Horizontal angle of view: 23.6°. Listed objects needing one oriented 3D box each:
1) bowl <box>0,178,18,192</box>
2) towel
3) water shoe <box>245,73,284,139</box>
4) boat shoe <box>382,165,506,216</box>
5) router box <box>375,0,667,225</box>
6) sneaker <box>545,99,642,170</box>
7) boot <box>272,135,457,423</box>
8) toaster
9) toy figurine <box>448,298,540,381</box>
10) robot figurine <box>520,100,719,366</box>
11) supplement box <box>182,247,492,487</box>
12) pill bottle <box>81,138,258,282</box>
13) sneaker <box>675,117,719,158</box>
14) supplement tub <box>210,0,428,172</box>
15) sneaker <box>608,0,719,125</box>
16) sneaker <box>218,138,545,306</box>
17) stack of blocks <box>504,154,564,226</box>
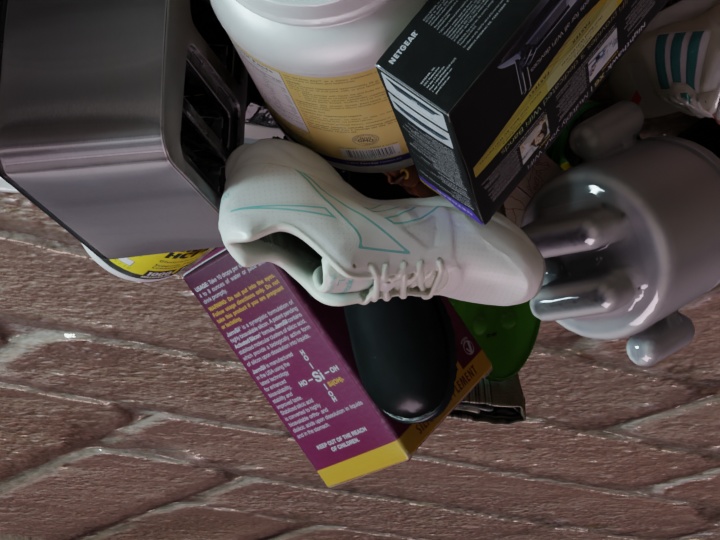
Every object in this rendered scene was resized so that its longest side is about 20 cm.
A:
[{"bbox_3d":[-0.244,-0.113,1.193,0.199,0.095,0.201,3,160,1],"label":"bowl"},{"bbox_3d":[0.041,0.093,1.473,0.191,0.035,0.200,8,-168,0],"label":"towel"},{"bbox_3d":[-0.029,-0.135,1.172,0.199,0.072,0.079,5,141,-22],"label":"water shoe"},{"bbox_3d":[0.042,-0.075,1.094,0.067,0.201,0.072,-23,161,2],"label":"boat shoe"},{"bbox_3d":[0.100,-0.139,0.938,0.052,0.200,0.157,36,170,20],"label":"router box"},{"bbox_3d":[0.152,-0.095,1.256,0.085,0.078,0.200,36,176,17],"label":"sneaker"},{"bbox_3d":[0.001,0.000,1.145,0.073,0.200,0.162,-12,169,18],"label":"boot"},{"bbox_3d":[-0.142,-0.122,1.028,0.118,0.182,0.200,-3,161,14],"label":"toaster"},{"bbox_3d":[0.031,0.017,1.457,0.183,0.151,0.200,2,-174,32],"label":"toy figurine"},{"bbox_3d":[0.181,-0.024,1.129,0.112,0.171,0.200,-6,-170,39],"label":"robot figurine"},{"bbox_3d":[-0.015,0.038,1.289,0.103,0.131,0.200,-26,102,47],"label":"supplement box"},{"bbox_3d":[-0.133,-0.070,1.271,0.112,0.113,0.200,11,159,-24],"label":"pill bottle"},{"bbox_3d":[0.210,-0.046,1.255,0.075,0.200,0.079,41,167,29],"label":"sneaker"},{"bbox_3d":[-0.006,-0.156,0.965,0.144,0.146,0.200,-1,160,10],"label":"supplement tub"},{"bbox_3d":[0.223,-0.123,1.107,0.070,0.094,0.200,12,158,-25],"label":"sneaker"},{"bbox_3d":[0.010,-0.008,1.003,0.199,0.081,0.071,16,135,-5],"label":"sneaker"},{"bbox_3d":[0.097,-0.050,1.243,0.115,0.059,0.200,40,174,5],"label":"stack of blocks"}]
